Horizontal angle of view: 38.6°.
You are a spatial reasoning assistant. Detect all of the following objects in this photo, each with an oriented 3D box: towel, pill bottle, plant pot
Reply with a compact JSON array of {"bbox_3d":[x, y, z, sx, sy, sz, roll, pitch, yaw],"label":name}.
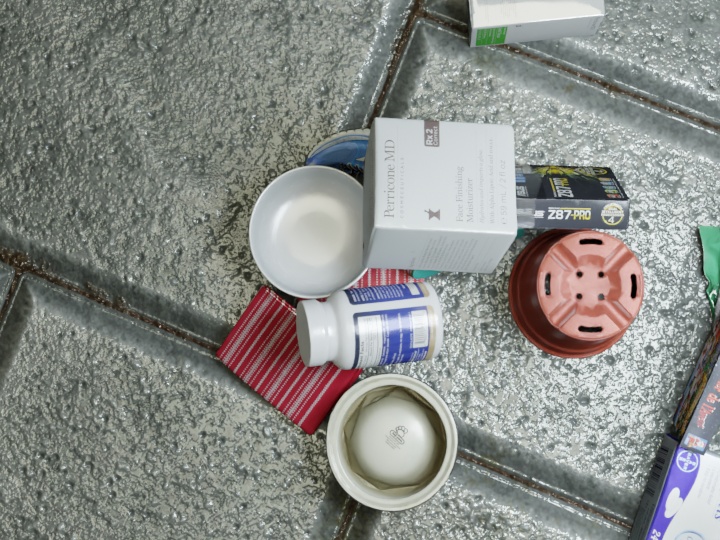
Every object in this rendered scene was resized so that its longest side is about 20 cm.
[{"bbox_3d":[0.000,0.000,1.595,0.197,0.022,0.147,-1,84,3],"label":"towel"},{"bbox_3d":[0.011,0.082,1.495,0.197,0.116,0.118,-5,85,-15],"label":"pill bottle"},{"bbox_3d":[-0.109,0.138,1.574,0.199,0.022,0.145,38,104,7],"label":"towel"},{"bbox_3d":[0.318,0.028,1.480,0.197,0.195,0.204,0,86,4],"label":"plant pot"}]

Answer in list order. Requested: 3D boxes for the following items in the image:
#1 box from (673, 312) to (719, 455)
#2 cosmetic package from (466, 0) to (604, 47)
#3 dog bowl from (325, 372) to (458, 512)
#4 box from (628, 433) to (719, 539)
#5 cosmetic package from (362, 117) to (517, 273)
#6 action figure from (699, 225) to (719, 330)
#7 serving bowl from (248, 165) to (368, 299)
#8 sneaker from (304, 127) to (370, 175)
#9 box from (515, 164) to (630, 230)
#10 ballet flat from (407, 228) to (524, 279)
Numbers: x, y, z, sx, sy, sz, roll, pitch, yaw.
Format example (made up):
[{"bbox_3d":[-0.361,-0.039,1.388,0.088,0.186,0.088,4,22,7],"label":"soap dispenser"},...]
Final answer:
[{"bbox_3d":[0.504,0.147,1.462,0.037,0.137,0.203,22,103,10],"label":"box"},{"bbox_3d":[0.262,-0.401,1.559,0.197,0.108,0.086,-4,86,6],"label":"cosmetic package"},{"bbox_3d":[0.048,0.255,1.547,0.197,0.074,0.204,0,85,5],"label":"dog bowl"},{"bbox_3d":[0.513,0.361,1.486,0.197,0.105,0.186,20,88,5],"label":"box"},{"bbox_3d":[0.106,-0.102,1.454,0.197,0.165,0.167,2,71,-5],"label":"cosmetic package"},{"bbox_3d":[0.561,0.037,1.533,0.116,0.055,0.203,2,90,2],"label":"action figure"},{"bbox_3d":[-0.068,-0.054,1.559,0.197,0.066,0.203,0,81,2],"label":"serving bowl"},{"bbox_3d":[0.011,-0.170,1.577,0.197,0.079,0.091,-11,83,4],"label":"sneaker"},{"bbox_3d":[0.295,-0.108,1.491,0.159,0.200,0.050,0,110,6],"label":"box"},{"bbox_3d":[0.154,-0.053,1.569,0.198,0.069,0.072,-23,64,-2],"label":"ballet flat"}]
